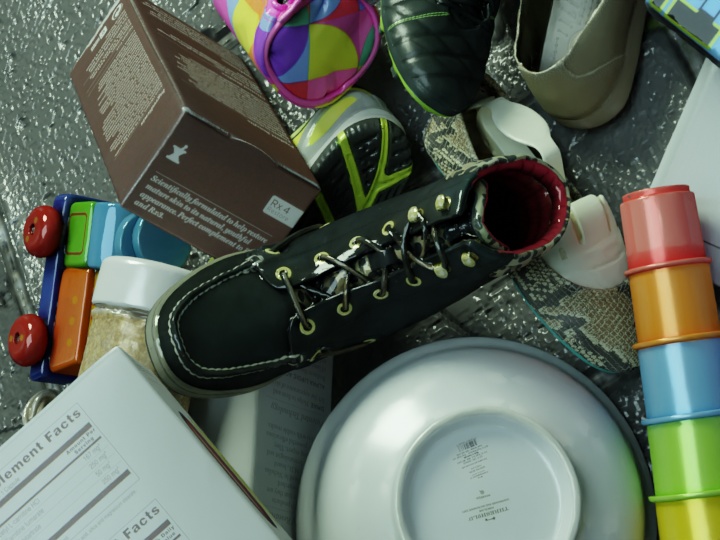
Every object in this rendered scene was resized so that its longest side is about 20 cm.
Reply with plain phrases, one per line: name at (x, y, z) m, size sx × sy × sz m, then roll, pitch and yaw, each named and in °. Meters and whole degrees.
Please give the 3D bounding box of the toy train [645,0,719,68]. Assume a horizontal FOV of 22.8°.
toy train at (0.169, -0.191, 0.927) m, size 0.200 × 0.087 × 0.115 m, roll 41°, pitch 106°, yaw 15°

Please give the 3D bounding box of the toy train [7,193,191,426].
toy train at (-0.163, 0.053, 1.133) m, size 0.115 × 0.084 × 0.202 m, roll -1°, pitch 81°, yaw 52°

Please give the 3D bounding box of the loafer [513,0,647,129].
loafer at (0.131, -0.184, 1.009) m, size 0.075 × 0.067 × 0.202 m, roll 1°, pitch 83°, yaw 33°

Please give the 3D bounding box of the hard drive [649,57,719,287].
hard drive at (0.237, -0.081, 0.947) m, size 0.131 × 0.027 × 0.202 m, roll 27°, pitch 96°, yaw 34°

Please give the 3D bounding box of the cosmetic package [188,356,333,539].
cosmetic package at (-0.075, 0.106, 1.012) m, size 0.101 × 0.074 × 0.202 m, roll -10°, pitch 69°, yaw 36°

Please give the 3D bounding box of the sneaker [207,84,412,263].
sneaker at (-0.041, -0.028, 1.106) m, size 0.200 × 0.075 × 0.077 m, roll -46°, pitch 31°, yaw 20°

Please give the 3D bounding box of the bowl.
bowl at (0.064, 0.126, 0.932) m, size 0.199 × 0.090 × 0.203 m, roll 0°, pitch 77°, yaw -1°

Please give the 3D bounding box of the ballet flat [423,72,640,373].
ballet flat at (0.101, -0.036, 0.996) m, size 0.201 × 0.067 × 0.076 m, roll 56°, pitch 147°, yaw 29°

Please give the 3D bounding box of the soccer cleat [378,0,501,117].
soccer cleat at (0.058, -0.178, 1.019) m, size 0.081 × 0.067 × 0.202 m, roll -36°, pitch 37°, yaw 45°

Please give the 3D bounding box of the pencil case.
pencil case at (-0.058, -0.182, 1.097) m, size 0.089 × 0.088 × 0.200 m, roll -54°, pitch 42°, yaw 14°

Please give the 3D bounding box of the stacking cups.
stacking cups at (0.169, 0.058, 0.937) m, size 0.060 × 0.060 × 0.202 m, roll -13°, pitch 80°, yaw 31°

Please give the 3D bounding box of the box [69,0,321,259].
box at (-0.104, -0.086, 1.080) m, size 0.075 × 0.100 × 0.200 m, roll -54°, pitch 29°, yaw 12°

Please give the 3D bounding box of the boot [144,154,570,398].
boot at (0.000, -0.002, 0.928) m, size 0.153 × 0.202 × 0.074 m, roll -28°, pitch 82°, yaw 48°

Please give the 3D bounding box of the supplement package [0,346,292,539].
supplement package at (-0.088, 0.151, 0.867) m, size 0.109 × 0.114 × 0.200 m, roll -40°, pitch 83°, yaw -5°

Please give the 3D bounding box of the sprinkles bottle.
sprinkles bottle at (-0.130, 0.096, 0.967) m, size 0.068 × 0.068 × 0.202 m, roll 7°, pitch 79°, yaw 34°
